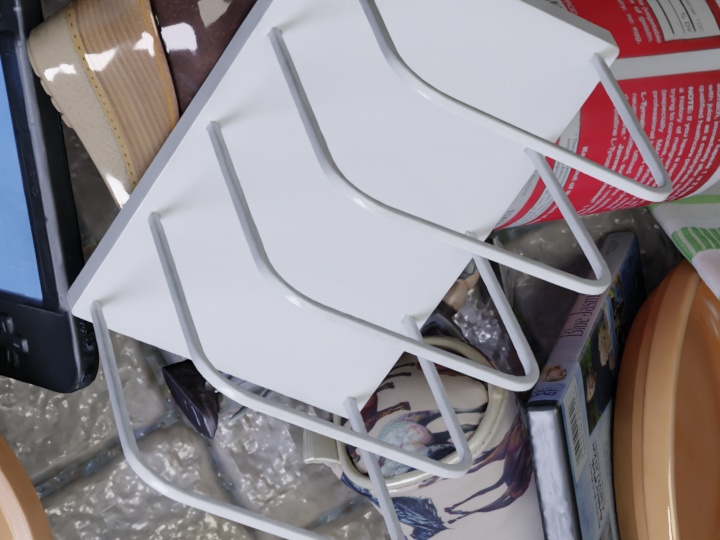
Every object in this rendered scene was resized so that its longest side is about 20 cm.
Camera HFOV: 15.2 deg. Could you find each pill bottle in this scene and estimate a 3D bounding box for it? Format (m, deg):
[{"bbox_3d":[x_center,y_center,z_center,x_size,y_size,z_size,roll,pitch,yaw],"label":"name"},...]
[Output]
[{"bbox_3d":[0.101,-0.081,1.190,0.200,0.112,0.112,-9,111,-37],"label":"pill bottle"}]

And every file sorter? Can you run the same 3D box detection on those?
[{"bbox_3d":[0.005,-0.008,1.029,0.139,0.125,0.200,22,116,-28],"label":"file sorter"}]

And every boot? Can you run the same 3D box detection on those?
[{"bbox_3d":[-0.021,-0.061,1.095,0.166,0.072,0.200,-22,132,10],"label":"boot"}]

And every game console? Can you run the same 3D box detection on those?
[{"bbox_3d":[-0.216,-0.038,1.123,0.116,0.176,0.200,-25,117,-40],"label":"game console"}]

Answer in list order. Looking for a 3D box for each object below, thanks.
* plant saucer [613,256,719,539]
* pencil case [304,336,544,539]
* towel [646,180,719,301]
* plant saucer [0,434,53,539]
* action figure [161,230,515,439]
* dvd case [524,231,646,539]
[{"bbox_3d":[0.159,0.088,1.262,0.037,0.200,0.200,-2,113,25],"label":"plant saucer"},{"bbox_3d":[0.047,0.108,1.225,0.089,0.078,0.200,-5,146,18],"label":"pencil case"},{"bbox_3d":[0.221,-0.011,1.224,0.152,0.200,0.023,-5,124,-18],"label":"towel"},{"bbox_3d":[-0.222,0.130,1.147,0.200,0.032,0.201,5,104,21],"label":"plant saucer"},{"bbox_3d":[0.000,0.000,1.229,0.200,0.069,0.130,-25,104,-13],"label":"action figure"},{"bbox_3d":[0.112,0.084,1.231,0.018,0.200,0.143,-4,111,17],"label":"dvd case"}]
